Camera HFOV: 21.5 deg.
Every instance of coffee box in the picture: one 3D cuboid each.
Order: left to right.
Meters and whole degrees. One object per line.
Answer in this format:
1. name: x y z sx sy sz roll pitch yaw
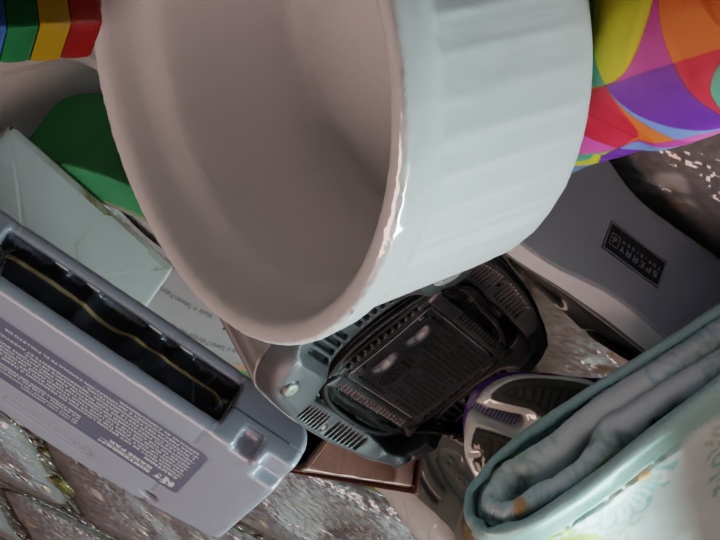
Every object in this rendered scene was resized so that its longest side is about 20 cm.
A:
1. coffee box: -0.202 0.004 1.009 0.114 0.080 0.199 43 153 -20

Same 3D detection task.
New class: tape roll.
1. tape roll: -0.097 -0.010 1.014 0.199 0.048 0.201 27 156 13

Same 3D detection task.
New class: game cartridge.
1. game cartridge: -0.127 0.047 0.873 0.199 0.041 0.133 35 148 -5

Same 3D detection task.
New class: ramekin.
1. ramekin: -0.008 -0.083 0.674 0.200 0.097 0.203 26 123 48

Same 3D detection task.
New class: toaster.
1. toaster: 0.000 0.000 0.850 0.130 0.113 0.200 56 -170 29

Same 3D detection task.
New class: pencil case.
1. pencil case: 0.109 -0.079 0.665 0.088 0.089 0.199 42 155 -22

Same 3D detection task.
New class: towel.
1. towel: 0.154 0.096 0.826 0.172 0.199 0.048 57 180 -44

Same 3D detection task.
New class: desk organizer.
1. desk organizer: -0.045 0.082 1.110 0.076 0.073 0.199 12 173 -31

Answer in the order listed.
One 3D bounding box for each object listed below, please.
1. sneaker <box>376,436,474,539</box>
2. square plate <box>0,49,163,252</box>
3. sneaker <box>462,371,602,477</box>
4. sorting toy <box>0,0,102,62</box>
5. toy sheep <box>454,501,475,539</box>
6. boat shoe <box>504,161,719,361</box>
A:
1. sneaker: 0.055 0.141 1.171 0.080 0.076 0.201 16 144 47
2. square plate: -0.129 -0.069 1.034 0.199 0.029 0.198 -1 139 52
3. sneaker: 0.120 0.085 0.897 0.199 0.081 0.083 16 -166 -37
4. sorting toy: -0.127 -0.179 0.660 0.069 0.201 0.200 -6 166 -17
5. toy sheep: 0.115 0.172 1.072 0.137 0.139 0.200 13 160 36
6. boat shoe: 0.088 -0.016 0.826 0.200 0.069 0.056 40 155 -22
